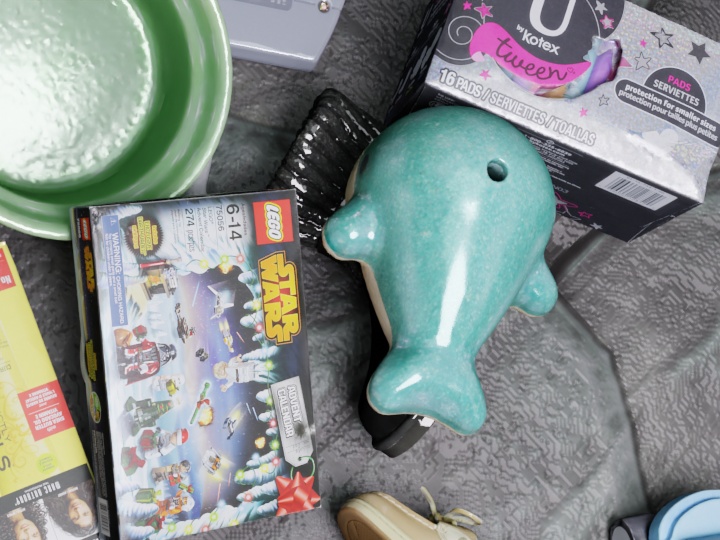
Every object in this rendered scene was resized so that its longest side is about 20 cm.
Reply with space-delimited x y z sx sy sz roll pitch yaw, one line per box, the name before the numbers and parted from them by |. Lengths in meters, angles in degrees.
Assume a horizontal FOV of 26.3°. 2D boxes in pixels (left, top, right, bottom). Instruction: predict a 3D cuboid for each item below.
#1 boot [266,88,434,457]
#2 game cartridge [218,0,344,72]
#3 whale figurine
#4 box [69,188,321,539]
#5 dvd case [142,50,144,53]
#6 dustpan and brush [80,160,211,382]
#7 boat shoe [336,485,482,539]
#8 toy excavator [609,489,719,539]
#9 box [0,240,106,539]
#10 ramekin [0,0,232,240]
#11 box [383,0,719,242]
boot | -0.001 0.000 1.005 0.157 0.079 0.212 27 62 -13
game cartridge | -0.067 -0.240 1.069 0.132 0.040 0.202 9 76 -8
whale figurine | 0.056 -0.007 0.926 0.158 0.104 0.202 18 62 -18
box | -0.098 0.055 0.933 0.136 0.040 0.202 -8 95 -31
dvd case | -0.255 -0.192 1.019 0.150 0.025 0.201 -30 87 -18
dustpan and brush | -0.108 -0.014 1.005 0.138 0.057 0.202 7 83 -18
boat shoe | 0.072 0.198 0.989 0.200 0.073 0.063 40 65 -13
toy excavator | 0.244 0.230 0.949 0.099 0.200 0.196 -5 79 -14
box | -0.217 0.089 0.950 0.075 0.050 0.201 -19 82 -17
ramekin | -0.187 -0.124 0.952 0.198 0.098 0.202 -4 98 -25
box | 0.134 -0.119 1.037 0.199 0.132 0.116 21 75 -8
